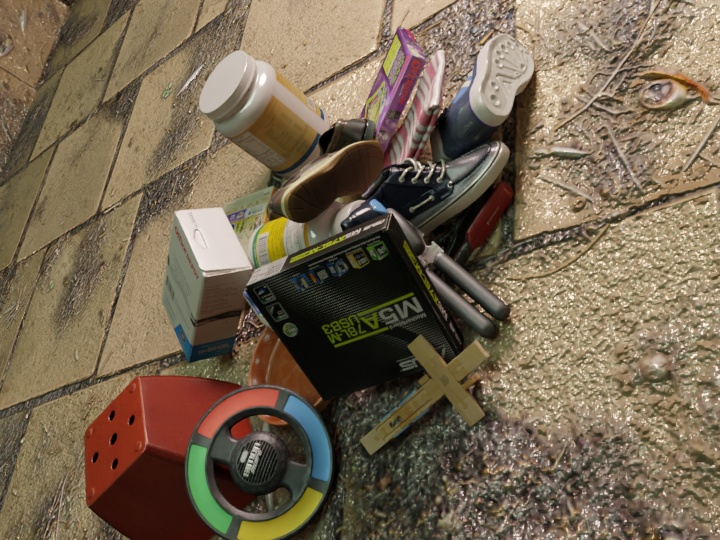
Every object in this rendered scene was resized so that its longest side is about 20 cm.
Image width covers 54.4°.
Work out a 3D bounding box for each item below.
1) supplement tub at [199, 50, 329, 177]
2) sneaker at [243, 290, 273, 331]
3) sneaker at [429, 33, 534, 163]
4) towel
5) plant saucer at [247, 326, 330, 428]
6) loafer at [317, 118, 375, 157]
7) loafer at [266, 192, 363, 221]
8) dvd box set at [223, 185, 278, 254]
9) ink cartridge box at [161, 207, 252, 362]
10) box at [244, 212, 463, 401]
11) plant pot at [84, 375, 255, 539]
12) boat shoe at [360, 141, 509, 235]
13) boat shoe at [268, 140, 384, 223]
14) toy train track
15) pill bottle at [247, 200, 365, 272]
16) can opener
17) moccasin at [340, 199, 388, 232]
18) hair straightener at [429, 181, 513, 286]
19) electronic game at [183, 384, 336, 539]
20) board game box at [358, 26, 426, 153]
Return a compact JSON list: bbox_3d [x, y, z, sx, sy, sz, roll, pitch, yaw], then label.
[{"bbox_3d":[-0.166,-0.271,1.227,0.144,0.199,0.146,-25,48,32],"label":"supplement tub"},{"bbox_3d":[-0.100,0.072,0.972,0.199,0.088,0.076,27,83,49],"label":"sneaker"},{"bbox_3d":[0.154,-0.224,0.962,0.146,0.080,0.201,-43,15,48],"label":"sneaker"},{"bbox_3d":[0.068,-0.188,0.972,0.147,0.030,0.201,-81,12,-46],"label":"towel"},{"bbox_3d":[-0.085,0.129,1.013,0.199,0.032,0.202,-26,48,32],"label":"plant saucer"},{"bbox_3d":[-0.037,-0.211,1.112,0.200,0.062,0.073,179,104,-70],"label":"loafer"},{"bbox_3d":[-0.080,-0.100,1.122,0.199,0.076,0.068,-18,47,38],"label":"loafer"},{"bbox_3d":[-0.217,-0.046,1.263,0.145,0.029,0.202,-14,55,41],"label":"dvd box set"},{"bbox_3d":[-0.249,0.022,1.118,0.147,0.084,0.201,57,141,34],"label":"ink cartridge box"},{"bbox_3d":[-0.006,0.051,0.835,0.198,0.194,0.048,-21,24,23],"label":"box"},{"bbox_3d":[-0.285,0.268,1.014,0.200,0.176,0.201,-44,41,16],"label":"plant pot"},{"bbox_3d":[0.088,-0.114,0.892,0.200,0.093,0.075,-40,23,25],"label":"boat shoe"},{"bbox_3d":[-0.047,-0.132,0.980,0.064,0.074,0.199,15,36,41],"label":"boat shoe"},{"bbox_3d":[0.076,0.150,0.826,0.200,0.032,0.115,-45,75,25],"label":"toy train track"},{"bbox_3d":[-0.064,-0.038,1.037,0.199,0.112,0.114,-15,54,40],"label":"pill bottle"},{"bbox_3d":[0.092,0.003,0.846,0.200,0.066,0.053,43,98,27],"label":"can opener"},{"bbox_3d":[0.000,0.000,0.888,0.068,0.202,0.080,-23,40,-21],"label":"moccasin"},{"bbox_3d":[0.120,-0.031,0.908,0.077,0.041,0.201,29,92,51],"label":"hair straightener"},{"bbox_3d":[-0.129,0.247,0.901,0.197,0.042,0.202,-2,71,5],"label":"electronic game"},{"bbox_3d":[0.037,-0.255,1.069,0.121,0.032,0.201,-95,27,-53],"label":"board game box"}]
